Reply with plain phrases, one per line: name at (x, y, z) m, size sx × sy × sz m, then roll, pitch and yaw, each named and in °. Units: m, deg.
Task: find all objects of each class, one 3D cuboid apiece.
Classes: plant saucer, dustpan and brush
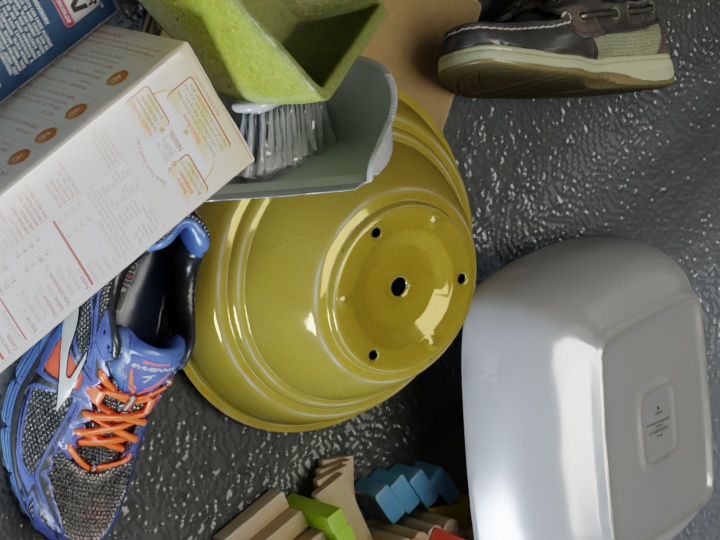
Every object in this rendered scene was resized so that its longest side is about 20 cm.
plant saucer at (-0.081, -0.166, 1.283) m, size 0.048 × 0.200 × 0.200 m, roll -39°, pitch 98°, yaw 19°
dustpan and brush at (-0.031, -0.091, 1.348) m, size 0.200 × 0.139 × 0.057 m, roll -43°, pitch 126°, yaw -64°

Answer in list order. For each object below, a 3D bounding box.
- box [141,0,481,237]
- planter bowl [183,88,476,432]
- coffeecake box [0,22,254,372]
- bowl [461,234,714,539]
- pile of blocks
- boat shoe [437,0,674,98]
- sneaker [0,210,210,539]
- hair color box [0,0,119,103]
box at (-0.033, -0.105, 1.432) m, size 0.200 × 0.021 × 0.164 m, roll 22°, pitch 83°, yaw -39°
planter bowl at (0.000, 0.000, 1.411) m, size 0.200 × 0.083 × 0.201 m, roll -11°, pitch 109°, yaw -34°
coffeecake box at (-0.174, -0.029, 1.238) m, size 0.200 × 0.153 × 0.073 m, roll -41°, pitch 120°, yaw -20°
bowl at (0.139, 0.085, 1.527) m, size 0.200 × 0.074 × 0.200 m, roll -19°, pitch 108°, yaw -53°
pile of blocks at (0.017, 0.145, 1.483) m, size 0.200 × 0.062 × 0.082 m, roll -10°, pitch 103°, yaw -37°
boat shoe at (0.108, -0.133, 1.506) m, size 0.201 × 0.072 × 0.066 m, roll -2°, pitch 84°, yaw -51°
sneaker at (-0.126, 0.047, 1.340) m, size 0.075 × 0.078 × 0.201 m, roll 6°, pitch 100°, yaw -36°
hair color box at (-0.220, -0.092, 1.236) m, size 0.200 × 0.100 × 0.061 m, roll -42°, pitch 120°, yaw -27°
